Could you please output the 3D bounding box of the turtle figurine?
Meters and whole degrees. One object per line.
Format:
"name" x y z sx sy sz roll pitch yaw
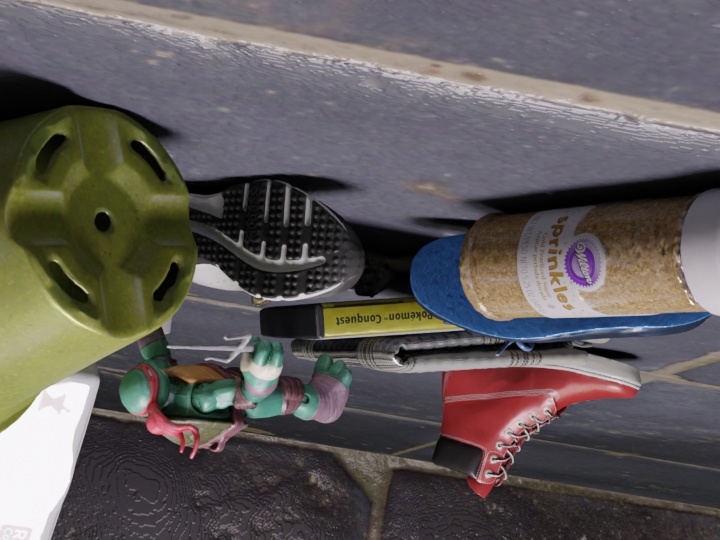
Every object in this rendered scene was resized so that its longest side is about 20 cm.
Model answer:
"turtle figurine" -0.103 0.070 1.047 0.149 0.101 0.199 24 -175 35

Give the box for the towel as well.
"towel" 0.069 0.061 1.209 0.199 0.035 0.192 -4 180 -26

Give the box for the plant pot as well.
"plant pot" -0.200 -0.008 0.894 0.183 0.202 0.200 -16 156 40

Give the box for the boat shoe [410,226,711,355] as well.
"boat shoe" 0.131 0.021 1.009 0.198 0.085 0.069 9 173 8

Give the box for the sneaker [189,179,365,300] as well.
"sneaker" -0.068 -0.020 1.009 0.199 0.074 0.080 11 177 40

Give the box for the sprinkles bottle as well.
"sprinkles bottle" 0.146 -0.006 0.884 0.068 0.069 0.199 17 167 -38

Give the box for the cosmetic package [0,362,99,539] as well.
"cosmetic package" -0.292 0.085 1.104 0.164 0.166 0.200 13 -160 -20

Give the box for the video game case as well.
"video game case" 0.033 0.032 1.131 0.179 0.026 0.200 -4 179 -15

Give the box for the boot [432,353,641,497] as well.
"boot" 0.164 0.145 1.459 0.199 0.146 0.072 1 165 30

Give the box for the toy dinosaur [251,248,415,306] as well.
"toy dinosaur" 0.000 0.000 1.111 0.198 0.048 0.088 -1 173 24

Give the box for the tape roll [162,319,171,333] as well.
"tape roll" -0.263 0.025 1.354 0.201 0.037 0.203 8 -178 0
